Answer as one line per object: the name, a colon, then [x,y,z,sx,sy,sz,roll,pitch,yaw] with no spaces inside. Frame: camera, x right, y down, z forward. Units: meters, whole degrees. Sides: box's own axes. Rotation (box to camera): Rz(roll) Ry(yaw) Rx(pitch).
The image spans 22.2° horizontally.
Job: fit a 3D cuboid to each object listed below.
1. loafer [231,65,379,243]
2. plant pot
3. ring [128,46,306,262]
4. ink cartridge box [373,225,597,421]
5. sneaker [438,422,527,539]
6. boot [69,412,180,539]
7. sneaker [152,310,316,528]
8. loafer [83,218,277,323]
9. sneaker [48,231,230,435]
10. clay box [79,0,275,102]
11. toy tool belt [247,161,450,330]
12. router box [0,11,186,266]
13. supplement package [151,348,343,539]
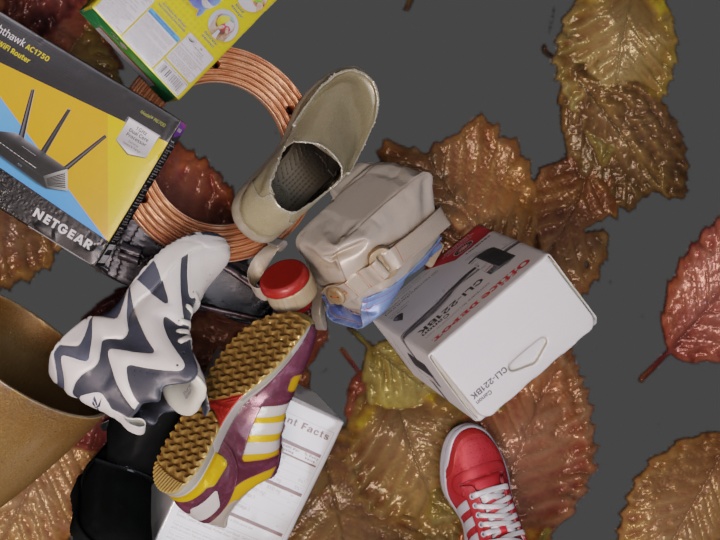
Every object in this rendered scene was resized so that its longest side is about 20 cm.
loafer: [-0.037,-0.107,1.665,0.076,0.068,0.200,42,66,-20]
plant pot: [-0.351,0.143,1.610,0.186,0.186,0.200,33,103,-18]
ring: [-0.132,-0.106,1.677,0.200,0.019,0.201,1,87,-23]
ink cartridge box: [0.110,0.044,1.691,0.144,0.200,0.084,-40,107,-6]
sneaker: [0.132,0.252,1.777,0.071,0.112,0.200,-15,103,-13]
boot: [-0.197,0.164,1.636,0.073,0.198,0.163,24,99,-20]
sneaker: [-0.096,0.129,1.605,0.200,0.075,0.090,-52,131,-10]
loafer: [-0.164,-0.002,1.681,0.200,0.063,0.072,22,94,-17]
sneaker: [-0.157,0.063,1.583,0.130,0.080,0.199,41,56,15]
clay box: [-0.140,-0.260,1.641,0.200,0.048,0.115,-48,107,-16]
toy tool belt: [0.000,0.000,1.691,0.200,0.125,0.123,-45,132,-26]
router box: [-0.276,-0.117,1.607,0.200,0.051,0.149,31,90,2]
supplement package: [-0.118,0.193,1.698,0.117,0.117,0.200,25,91,-15]
